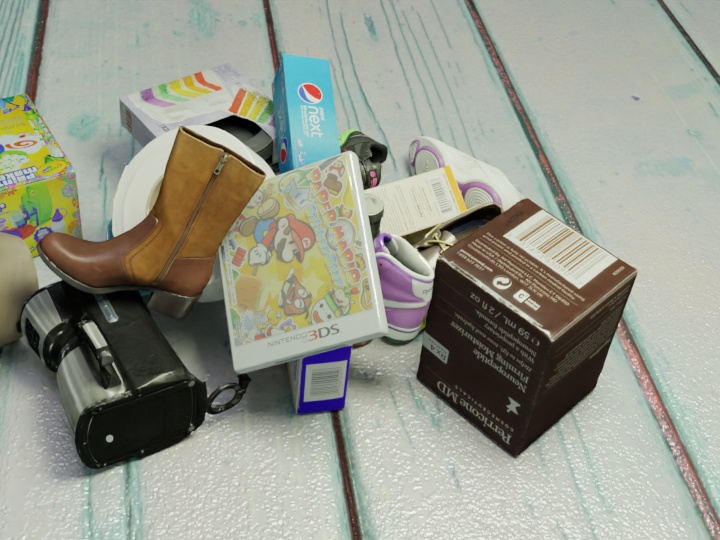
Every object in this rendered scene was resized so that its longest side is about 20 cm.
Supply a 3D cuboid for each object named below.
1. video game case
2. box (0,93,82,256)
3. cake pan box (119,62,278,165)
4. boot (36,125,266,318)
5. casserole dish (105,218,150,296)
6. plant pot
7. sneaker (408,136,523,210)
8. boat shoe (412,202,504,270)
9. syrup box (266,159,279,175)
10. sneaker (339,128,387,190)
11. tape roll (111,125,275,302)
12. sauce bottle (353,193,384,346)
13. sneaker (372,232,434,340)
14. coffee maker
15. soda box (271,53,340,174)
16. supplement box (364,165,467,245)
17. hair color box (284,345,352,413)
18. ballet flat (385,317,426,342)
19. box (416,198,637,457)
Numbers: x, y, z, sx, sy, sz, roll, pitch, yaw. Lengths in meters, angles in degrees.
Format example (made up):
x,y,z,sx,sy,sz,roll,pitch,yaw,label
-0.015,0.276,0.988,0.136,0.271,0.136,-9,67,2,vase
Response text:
x,y,z,sx,sy,sz,roll,pitch,yaw,label
-0.070,-0.008,1.083,0.180,0.023,0.202,-16,73,22,video game case
-0.491,-0.110,1.305,0.198,0.123,0.193,-19,48,-26,box
-0.203,-0.195,1.373,0.183,0.053,0.200,-26,52,-27,cake pan box
-0.222,-0.059,1.061,0.187,0.201,0.069,24,25,-15,boot
-0.228,-0.037,1.267,0.198,0.039,0.122,-19,73,6,casserole dish
-0.465,0.025,1.133,0.172,0.201,0.200,-7,42,-38,plant pot
0.151,-0.131,1.469,0.099,0.075,0.200,-12,43,-46,sneaker
0.107,-0.025,1.241,0.199,0.060,0.072,-28,55,-35,boat shoe
-0.163,-0.118,1.389,0.081,0.079,0.200,28,46,21,syrup box
-0.016,-0.137,1.433,0.083,0.077,0.201,15,44,15,sneaker
-0.194,-0.067,1.199,0.200,0.071,0.205,-4,78,19,tape roll
0.000,0.000,1.195,0.065,0.201,0.066,5,41,-5,sauce bottle
-0.013,-0.009,1.108,0.198,0.115,0.073,18,41,2,sneaker
-0.260,0.099,1.127,0.191,0.135,0.200,4,37,-42,coffee maker
-0.070,-0.181,1.309,0.067,0.064,0.202,4,60,-19,soda box
0.023,-0.060,1.309,0.198,0.126,0.074,-18,83,-24,supplement box
-0.064,0.056,1.193,0.064,0.110,0.201,-4,43,-13,hair color box
0.097,0.019,1.287,0.067,0.067,0.200,33,48,23,ballet flat
0.185,0.063,1.153,0.165,0.201,0.164,36,50,29,box
